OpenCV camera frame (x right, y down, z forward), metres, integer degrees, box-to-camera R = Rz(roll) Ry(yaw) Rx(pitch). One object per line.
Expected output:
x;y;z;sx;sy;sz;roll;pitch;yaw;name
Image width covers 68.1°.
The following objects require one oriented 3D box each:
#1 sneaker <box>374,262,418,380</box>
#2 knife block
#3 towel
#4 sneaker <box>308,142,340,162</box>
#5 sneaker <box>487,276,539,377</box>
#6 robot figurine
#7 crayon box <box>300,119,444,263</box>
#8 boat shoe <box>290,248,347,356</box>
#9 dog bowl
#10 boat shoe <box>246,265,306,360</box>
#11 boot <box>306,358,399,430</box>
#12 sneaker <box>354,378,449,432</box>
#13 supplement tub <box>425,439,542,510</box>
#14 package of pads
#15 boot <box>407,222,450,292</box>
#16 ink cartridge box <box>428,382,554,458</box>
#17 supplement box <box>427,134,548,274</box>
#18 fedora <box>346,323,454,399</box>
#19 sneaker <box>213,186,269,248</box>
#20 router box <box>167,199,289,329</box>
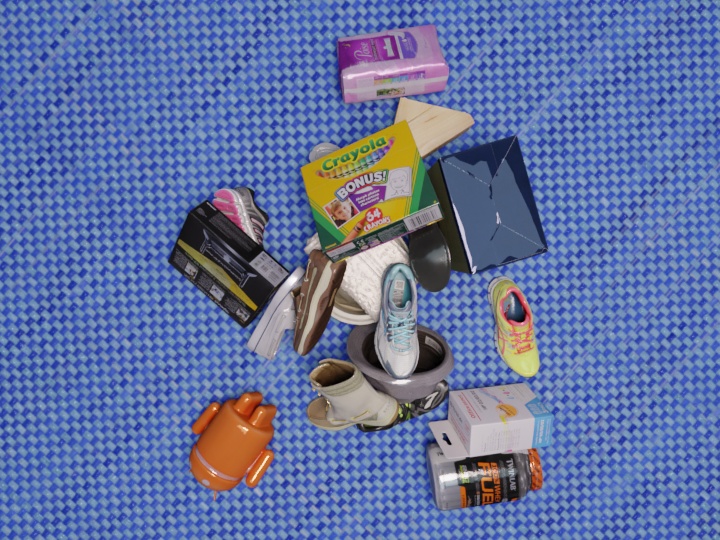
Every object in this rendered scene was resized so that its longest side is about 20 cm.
0.061;0.083;0.897;0.077;0.086;0.202;-2;82;1;sneaker
0.099;-0.228;1.018;0.198;0.064;0.177;13;92;-1;knife block
0.006;-0.018;0.965;0.133;0.034;0.200;-44;92;2;towel
-0.008;-0.158;0.988;0.200;0.081;0.076;38;67;17;sneaker
0.296;0.113;1.016;0.078;0.090;0.201;-20;93;-2;sneaker
-0.240;0.326;1.001;0.144;0.117;0.201;36;91;-20;robot figurine
0.015;-0.130;0.880;0.199;0.058;0.174;-22;64;10;crayon box
-0.089;0.054;0.948;0.074;0.075;0.203;28;111;15;boat shoe
0.000;0.000;1.018;0.198;0.074;0.202;0;92;0;dog bowl
-0.143;0.083;1.008;0.065;0.074;0.201;33;114;0;boat shoe
-0.049;0.224;0.961;0.199;0.072;0.155;-13;135;34;boot
0.081;0.263;1.020;0.198;0.083;0.071;-22;91;-2;sneaker
0.230;0.376;1.005;0.198;0.123;0.124;-9;92;0;supplement tub
0.056;-0.384;0.989;0.198;0.076;0.121;-8;58;-1;package of pads
0.124;-0.058;0.966;0.069;0.174;0.202;-16;83;13;boot
0.236;0.275;0.985;0.198;0.115;0.068;-4;109;-11;ink cartridge box
0.214;-0.109;0.954;0.133;0.200;0.202;-16;92;0;supplement box
0.072;0.177;0.999;0.198;0.177;0.091;4;122;3;fedora
-0.208;-0.070;1.013;0.073;0.087;0.201;-3;115;30;sneaker
-0.246;-0.007;0.981;0.200;0.052;0.157;42;133;-2;router box
